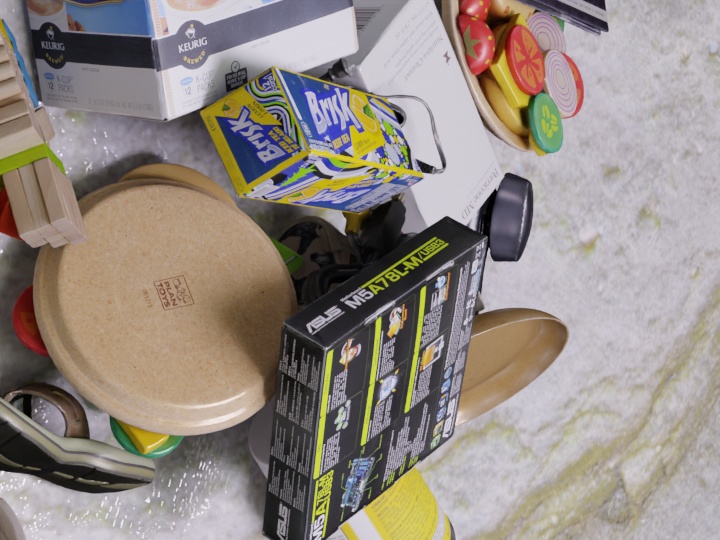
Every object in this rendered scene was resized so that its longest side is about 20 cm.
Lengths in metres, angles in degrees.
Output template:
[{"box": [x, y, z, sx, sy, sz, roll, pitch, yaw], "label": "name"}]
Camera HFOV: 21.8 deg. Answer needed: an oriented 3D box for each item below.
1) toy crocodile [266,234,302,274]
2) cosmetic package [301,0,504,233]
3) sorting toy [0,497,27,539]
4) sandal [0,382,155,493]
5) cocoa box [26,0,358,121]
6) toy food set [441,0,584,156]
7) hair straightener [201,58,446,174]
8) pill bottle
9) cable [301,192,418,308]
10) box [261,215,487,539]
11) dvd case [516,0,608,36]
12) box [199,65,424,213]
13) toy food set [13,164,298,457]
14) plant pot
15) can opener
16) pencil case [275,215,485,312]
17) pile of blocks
[{"box": [-0.122, 0.038, 1.402, 0.200, 0.067, 0.062, -42, 146, -34], "label": "toy crocodile"}, {"box": [0.032, -0.122, 1.534, 0.113, 0.081, 0.200, -53, 131, -31], "label": "cosmetic package"}, {"box": [-0.285, 0.287, 1.259, 0.200, 0.107, 0.180, -32, 140, -41], "label": "sorting toy"}, {"box": [-0.221, 0.111, 1.305, 0.201, 0.080, 0.057, 31, 57, -54], "label": "sandal"}, {"box": [-0.118, -0.197, 1.306, 0.200, 0.133, 0.131, -25, 116, -43], "label": "cocoa box"}, {"box": [0.135, -0.198, 1.621, 0.198, 0.049, 0.200, 58, 35, -28], "label": "toy food set"}, {"box": [-0.017, -0.121, 1.425, 0.200, 0.041, 0.077, 20, 122, -19], "label": "hair straightener"}, {"box": [-0.006, 0.185, 1.526, 0.114, 0.114, 0.200, -54, 133, -27], "label": "pill bottle"}, {"box": [0.000, 0.000, 1.416, 0.097, 0.050, 0.200, 60, 33, -22], "label": "cable"}, {"box": [0.010, 0.084, 1.363, 0.193, 0.047, 0.200, -32, 141, -40], "label": "box"}, {"box": [0.165, -0.318, 1.648, 0.149, 0.016, 0.200, 11, 69, -52], "label": "dvd case"}, {"box": [-0.030, -0.088, 1.313, 0.070, 0.064, 0.200, 65, 20, 12], "label": "box"}, {"box": [-0.140, 0.024, 1.311, 0.198, 0.049, 0.200, -31, 82, -34], "label": "toy food set"}, {"box": [0.083, 0.086, 1.588, 0.200, 0.200, 0.028, 3, 52, -49], "label": "plant pot"}, {"box": [0.093, 0.007, 1.647, 0.063, 0.079, 0.200, 1, 106, -58], "label": "can opener"}, {"box": [0.010, 0.015, 1.532, 0.200, 0.089, 0.078, 22, 37, -48], "label": "pencil case"}, {"box": [-0.246, -0.102, 1.241, 0.082, 0.062, 0.200, -98, 169, -82], "label": "pile of blocks"}]
